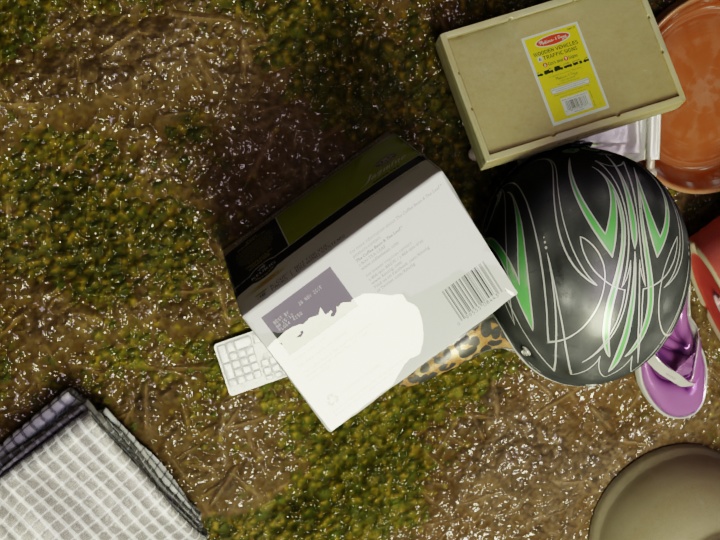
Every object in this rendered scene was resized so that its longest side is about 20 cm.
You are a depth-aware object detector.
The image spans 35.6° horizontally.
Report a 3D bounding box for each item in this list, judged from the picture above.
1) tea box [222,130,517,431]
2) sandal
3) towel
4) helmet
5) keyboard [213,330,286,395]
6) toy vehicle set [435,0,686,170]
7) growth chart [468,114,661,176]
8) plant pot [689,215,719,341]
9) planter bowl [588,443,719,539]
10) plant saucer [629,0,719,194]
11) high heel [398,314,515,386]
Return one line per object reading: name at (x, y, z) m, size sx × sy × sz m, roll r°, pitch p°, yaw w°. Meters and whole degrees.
tea box at (0.000, 0.000, 0.986) m, size 0.199 × 0.197 × 0.134 m, roll -35°, pitch 111°, yaw 1°
sandal at (0.330, 0.080, 1.190) m, size 0.082 × 0.050 × 0.205 m, roll -22°, pitch 115°, yaw -6°
towel at (-0.265, 0.233, 1.065) m, size 0.165 × 0.086 × 0.201 m, roll -38°, pitch 115°, yaw 0°
helmet at (0.203, -0.005, 1.008) m, size 0.197 × 0.191 × 0.202 m, roll -5°, pitch 118°, yaw -10°
keyboard at (-0.043, 0.065, 1.103) m, size 0.198 × 0.011 × 0.057 m, roll -19°, pitch 114°, yaw -8°
toy vehicle set at (0.181, -0.179, 1.014) m, size 0.198 × 0.027 × 0.126 m, roll -17°, pitch 82°, yaw -8°
growth chart at (0.195, -0.150, 1.064) m, size 0.197 × 0.018 × 0.147 m, roll 4°, pitch 111°, yaw -4°
plant pot at (0.435, -0.001, 1.121) m, size 0.176 × 0.201 × 0.202 m, roll -24°, pitch 115°, yaw 4°
planter bowl at (0.373, 0.315, 1.245) m, size 0.197 × 0.135 × 0.203 m, roll -6°, pitch 112°, yaw -14°
plant saucer at (0.345, -0.177, 1.107) m, size 0.197 × 0.032 × 0.203 m, roll -5°, pitch 111°, yaw -13°
high heel at (0.141, 0.095, 1.129) m, size 0.199 × 0.071 × 0.143 m, roll -35°, pitch 109°, yaw -10°
